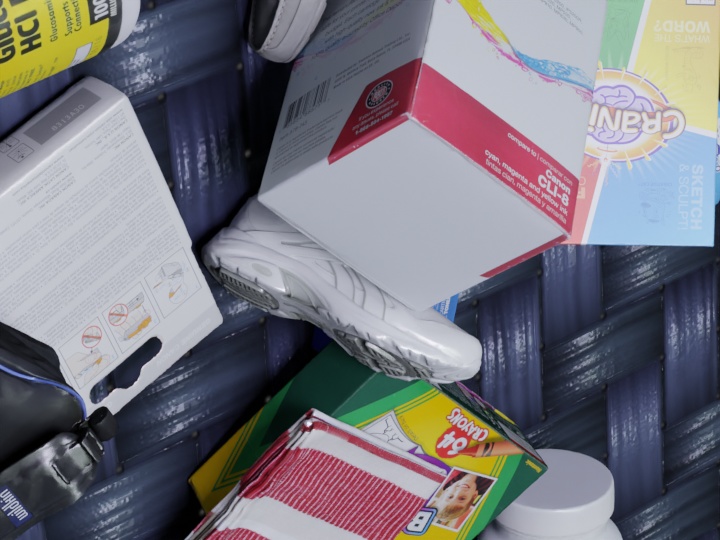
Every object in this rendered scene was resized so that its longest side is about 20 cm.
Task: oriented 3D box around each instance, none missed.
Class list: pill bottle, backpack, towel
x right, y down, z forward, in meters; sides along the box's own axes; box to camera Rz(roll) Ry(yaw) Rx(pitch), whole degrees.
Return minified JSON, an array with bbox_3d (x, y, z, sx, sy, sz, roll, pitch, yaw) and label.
[{"bbox_3d":[0.143,0.245,1.995,0.116,0.116,0.201,-19,121,-34],"label":"pill bottle"},{"bbox_3d":[-0.279,0.097,1.522,0.200,0.154,0.191,32,99,-33],"label":"backpack"},{"bbox_3d":[-0.234,-0.145,1.487,0.200,0.112,0.113,-28,126,-29],"label":"pill bottle"},{"bbox_3d":[-0.049,0.189,1.787,0.144,0.023,0.200,27,112,-42],"label":"towel"}]

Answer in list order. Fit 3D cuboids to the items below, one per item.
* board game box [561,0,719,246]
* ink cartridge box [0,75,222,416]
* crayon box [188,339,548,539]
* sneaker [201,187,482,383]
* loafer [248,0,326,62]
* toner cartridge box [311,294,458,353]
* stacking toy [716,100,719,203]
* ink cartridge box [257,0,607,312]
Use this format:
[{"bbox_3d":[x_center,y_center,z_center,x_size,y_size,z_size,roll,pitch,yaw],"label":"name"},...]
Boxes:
[{"bbox_3d":[0.171,-0.118,1.822,0.153,0.040,0.201,0,93,-8],"label":"board game box"},{"bbox_3d":[-0.185,0.002,1.650,0.161,0.050,0.200,-40,136,-21],"label":"ink cartridge box"},{"bbox_3d":[0.007,0.143,1.835,0.173,0.058,0.200,-45,135,9],"label":"crayon box"},{"bbox_3d":[0.000,0.000,1.716,0.100,0.200,0.078,-59,168,-15],"label":"sneaker"},{"bbox_3d":[-0.048,-0.230,1.652,0.070,0.070,0.201,4,106,-27],"label":"loafer"},{"bbox_3d":[0.031,-0.034,1.821,0.095,0.043,0.201,-3,111,-39],"label":"toner cartridge box"},{"bbox_3d":[0.157,-0.079,1.885,0.200,0.110,0.116,-22,124,-20],"label":"stacking toy"},{"bbox_3d":[0.049,-0.109,1.654,0.145,0.145,0.200,34,50,-27],"label":"ink cartridge box"}]
